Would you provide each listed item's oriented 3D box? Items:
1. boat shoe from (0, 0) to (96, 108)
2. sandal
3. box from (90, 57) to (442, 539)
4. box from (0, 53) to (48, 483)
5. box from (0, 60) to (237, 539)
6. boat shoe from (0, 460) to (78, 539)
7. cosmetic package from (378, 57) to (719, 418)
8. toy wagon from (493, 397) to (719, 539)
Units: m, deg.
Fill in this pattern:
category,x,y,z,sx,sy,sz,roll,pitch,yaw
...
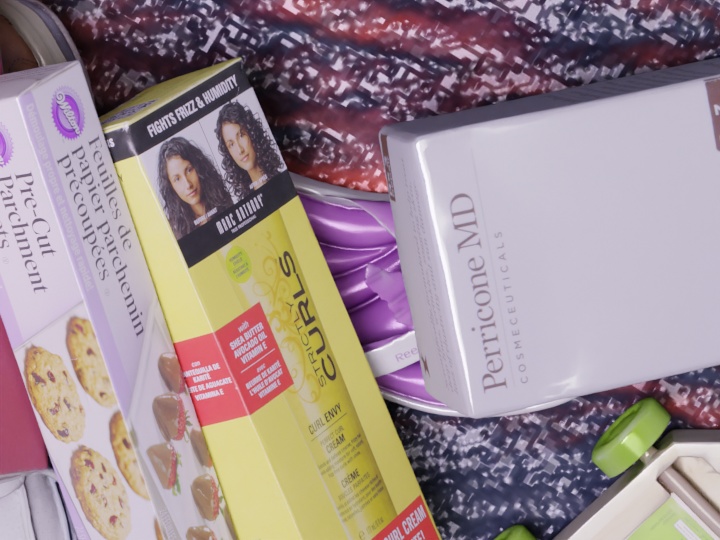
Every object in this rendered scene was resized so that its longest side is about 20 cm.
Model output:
category,x,y,z,sx,sy,sz,roll,pitch,yaw
boat shoe,-0.120,0.001,1.016,0.076,0.072,0.201,-24,89,42
sandal,-0.001,0.007,1.030,0.202,0.050,0.083,13,100,5
box,-0.040,0.033,0.987,0.050,0.075,0.201,-13,103,37
box,-0.194,-0.020,0.945,0.127,0.109,0.201,-9,88,33
box,-0.087,0.031,0.945,0.041,0.039,0.201,-7,108,32
boat shoe,-0.156,0.059,1.034,0.074,0.086,0.203,-15,97,7
cosmetic package,0.115,-0.020,0.984,0.199,0.074,0.102,-13,98,-10
toy wagon,0.109,0.150,1.051,0.200,0.040,0.155,-44,93,11
